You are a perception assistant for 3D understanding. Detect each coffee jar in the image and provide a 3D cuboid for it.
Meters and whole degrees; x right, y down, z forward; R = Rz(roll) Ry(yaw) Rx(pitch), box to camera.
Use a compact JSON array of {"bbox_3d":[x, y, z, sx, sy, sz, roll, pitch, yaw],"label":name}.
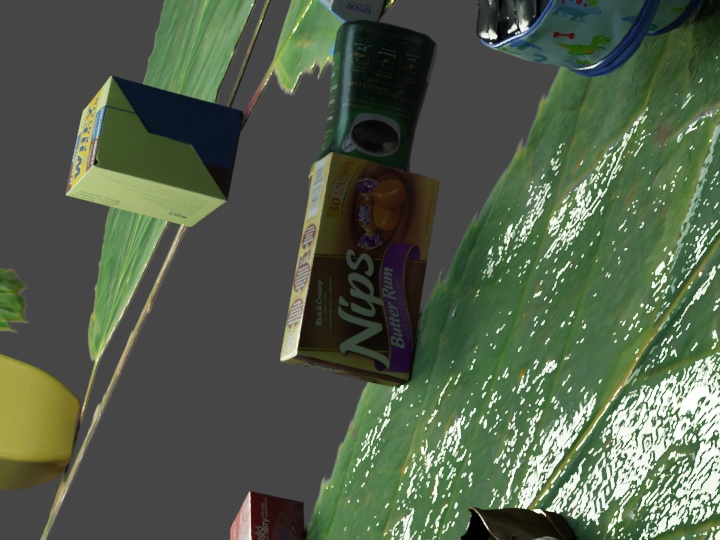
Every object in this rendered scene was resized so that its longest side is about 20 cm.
[{"bbox_3d":[0.010,-0.143,1.998,0.085,0.104,0.201,141,141,-77],"label":"coffee jar"}]

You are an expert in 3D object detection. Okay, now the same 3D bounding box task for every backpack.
[{"bbox_3d":[0.179,-0.243,1.457,0.183,0.146,0.201,177,111,-73],"label":"backpack"}]

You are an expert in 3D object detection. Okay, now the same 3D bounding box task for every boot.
[{"bbox_3d":[0.126,0.214,1.400,0.200,0.075,0.074,-146,74,-70],"label":"boot"}]

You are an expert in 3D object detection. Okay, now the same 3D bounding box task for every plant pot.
[{"bbox_3d":[-0.601,0.275,3.474,0.194,0.199,0.197,132,147,-57],"label":"plant pot"}]

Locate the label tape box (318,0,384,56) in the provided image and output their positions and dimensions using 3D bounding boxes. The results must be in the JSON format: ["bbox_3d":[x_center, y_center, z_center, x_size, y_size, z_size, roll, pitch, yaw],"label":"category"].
[{"bbox_3d":[-0.013,-0.338,2.293,0.143,0.066,0.201,-127,54,-69],"label":"label tape box"}]

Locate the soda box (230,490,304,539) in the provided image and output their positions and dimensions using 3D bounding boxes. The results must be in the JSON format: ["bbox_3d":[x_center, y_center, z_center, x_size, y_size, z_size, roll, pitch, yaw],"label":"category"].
[{"bbox_3d":[-0.094,0.327,2.039,0.201,0.063,0.070,-95,25,-46],"label":"soda box"}]

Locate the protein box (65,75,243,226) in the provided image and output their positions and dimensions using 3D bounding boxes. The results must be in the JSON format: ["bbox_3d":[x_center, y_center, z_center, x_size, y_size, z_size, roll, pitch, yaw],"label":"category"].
[{"bbox_3d":[-0.294,-0.166,2.833,0.200,0.198,0.136,153,129,-69],"label":"protein box"}]

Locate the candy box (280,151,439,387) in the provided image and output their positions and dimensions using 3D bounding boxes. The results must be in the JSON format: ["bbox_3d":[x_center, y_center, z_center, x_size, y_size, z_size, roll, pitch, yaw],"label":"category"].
[{"bbox_3d":[0.000,0.000,1.898,0.056,0.116,0.201,152,130,-67],"label":"candy box"}]

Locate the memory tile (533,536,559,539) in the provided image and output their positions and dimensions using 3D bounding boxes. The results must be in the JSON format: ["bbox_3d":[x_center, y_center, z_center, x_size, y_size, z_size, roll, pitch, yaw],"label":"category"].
[{"bbox_3d":[0.112,0.291,1.354,0.153,0.017,0.201,-33,62,49],"label":"memory tile"}]
